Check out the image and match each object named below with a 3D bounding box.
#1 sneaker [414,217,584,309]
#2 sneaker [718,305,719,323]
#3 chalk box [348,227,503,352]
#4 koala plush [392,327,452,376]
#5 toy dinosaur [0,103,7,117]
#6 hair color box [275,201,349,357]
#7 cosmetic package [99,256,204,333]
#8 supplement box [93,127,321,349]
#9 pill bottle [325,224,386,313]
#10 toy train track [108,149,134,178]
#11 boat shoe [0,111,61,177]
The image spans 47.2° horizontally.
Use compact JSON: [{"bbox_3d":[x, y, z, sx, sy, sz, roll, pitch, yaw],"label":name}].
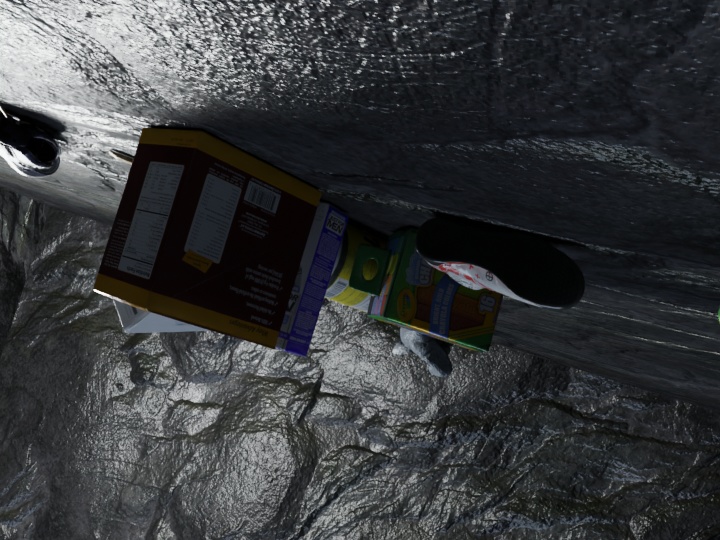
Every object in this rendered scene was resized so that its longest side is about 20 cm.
[{"bbox_3d":[0.165,-0.004,0.926,0.198,0.069,0.108,19,177,28],"label":"sneaker"},{"bbox_3d":[0.367,0.030,0.661,0.084,0.074,0.199,45,169,-17],"label":"sneaker"},{"bbox_3d":[0.084,0.021,1.124,0.195,0.128,0.124,17,175,-10],"label":"chalk box"},{"bbox_3d":[0.184,0.194,2.461,0.182,0.180,0.199,33,168,-28],"label":"koala plush"},{"bbox_3d":[-0.481,-0.228,0.935,0.198,0.061,0.106,28,-166,-36],"label":"toy dinosaur"},{"bbox_3d":[-0.100,0.003,1.127,0.107,0.205,0.065,14,173,31],"label":"hair color box"},{"bbox_3d":[-0.237,-0.010,1.222,0.198,0.125,0.198,-32,164,22],"label":"cosmetic package"},{"bbox_3d":[-0.180,-0.036,0.990,0.131,0.205,0.195,12,173,45],"label":"supplement box"},{"bbox_3d":[0.000,0.000,1.256,0.197,0.117,0.113,22,173,-38],"label":"pill bottle"},{"bbox_3d":[-0.327,-0.151,1.243,0.112,0.033,0.199,20,174,-18],"label":"toy train track"},{"bbox_3d":[-0.504,-0.180,1.289,0.091,0.076,0.200,24,175,11],"label":"boat shoe"}]
